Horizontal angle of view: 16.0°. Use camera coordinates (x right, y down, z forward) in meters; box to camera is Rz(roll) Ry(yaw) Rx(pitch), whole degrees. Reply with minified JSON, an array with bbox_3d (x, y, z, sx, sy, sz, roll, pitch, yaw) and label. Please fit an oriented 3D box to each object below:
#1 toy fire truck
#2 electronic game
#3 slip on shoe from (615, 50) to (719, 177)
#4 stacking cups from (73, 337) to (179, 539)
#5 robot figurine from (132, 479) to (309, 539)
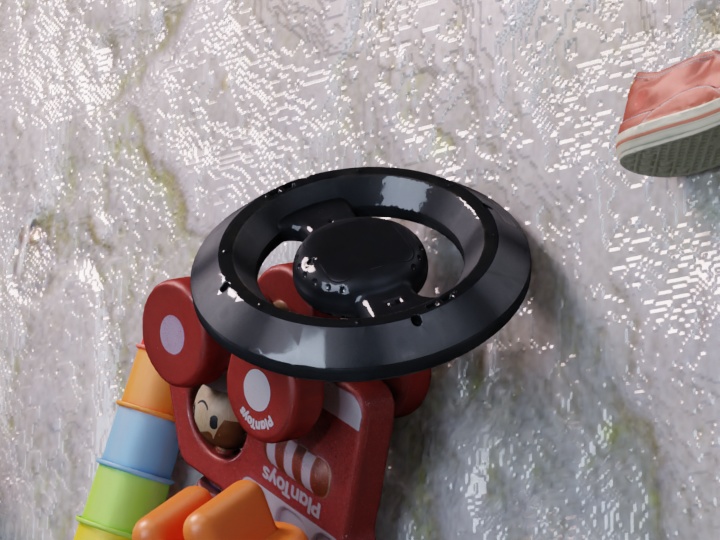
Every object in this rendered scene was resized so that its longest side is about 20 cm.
[{"bbox_3d":[-0.055,0.093,1.558,0.200,0.112,0.169,29,117,42],"label":"toy fire truck"},{"bbox_3d":[0.000,0.000,1.491,0.200,0.200,0.042,33,141,42],"label":"electronic game"},{"bbox_3d":[0.222,-0.103,1.389,0.200,0.074,0.061,-16,64,43],"label":"slip on shoe"},{"bbox_3d":[-0.136,0.113,1.655,0.060,0.060,0.201,14,82,43],"label":"stacking cups"},{"bbox_3d":[-0.068,0.225,1.488,0.143,0.117,0.201,-19,100,-3],"label":"robot figurine"}]
